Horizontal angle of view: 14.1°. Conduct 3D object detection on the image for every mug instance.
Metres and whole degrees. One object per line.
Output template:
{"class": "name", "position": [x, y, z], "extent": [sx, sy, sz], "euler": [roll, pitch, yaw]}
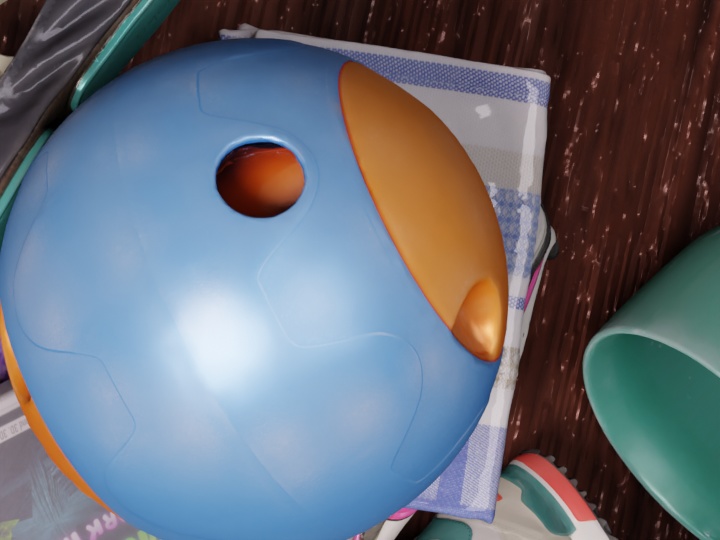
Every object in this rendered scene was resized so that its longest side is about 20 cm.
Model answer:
{"class": "mug", "position": [0.192, 0.055, 1.357], "extent": [0.114, 0.185, 0.152], "euler": [-42, 86, -21]}

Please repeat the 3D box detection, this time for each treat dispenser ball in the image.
{"class": "treat dispenser ball", "position": [-0.041, 0.011, 1.132], "extent": [0.200, 0.201, 0.202], "euler": [-2, 94, -27]}

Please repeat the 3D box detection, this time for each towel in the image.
{"class": "towel", "position": [0.000, 0.000, 1.247], "extent": [0.146, 0.024, 0.201], "euler": [7, 86, -1]}

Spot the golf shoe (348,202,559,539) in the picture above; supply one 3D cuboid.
{"class": "golf shoe", "position": [0.033, 0.054, 1.303], "extent": [0.092, 0.072, 0.201], "euler": [30, 86, -49]}

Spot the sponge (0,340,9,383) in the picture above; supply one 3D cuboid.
{"class": "sponge", "position": [-0.113, 0.005, 1.249], "extent": [0.199, 0.030, 0.112], "euler": [24, 81, -25]}

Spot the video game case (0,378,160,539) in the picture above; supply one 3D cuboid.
{"class": "video game case", "position": [-0.144, 0.143, 1.181], "extent": [0.200, 0.023, 0.183], "euler": [-28, 111, -43]}

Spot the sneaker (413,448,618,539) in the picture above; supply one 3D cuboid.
{"class": "sneaker", "position": [0.095, 0.175, 1.299], "extent": [0.093, 0.200, 0.070], "euler": [-29, 148, -15]}

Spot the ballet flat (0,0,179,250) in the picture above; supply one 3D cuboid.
{"class": "ballet flat", "position": [-0.141, -0.071, 1.185], "extent": [0.073, 0.073, 0.200], "euler": [38, 77, -24]}
